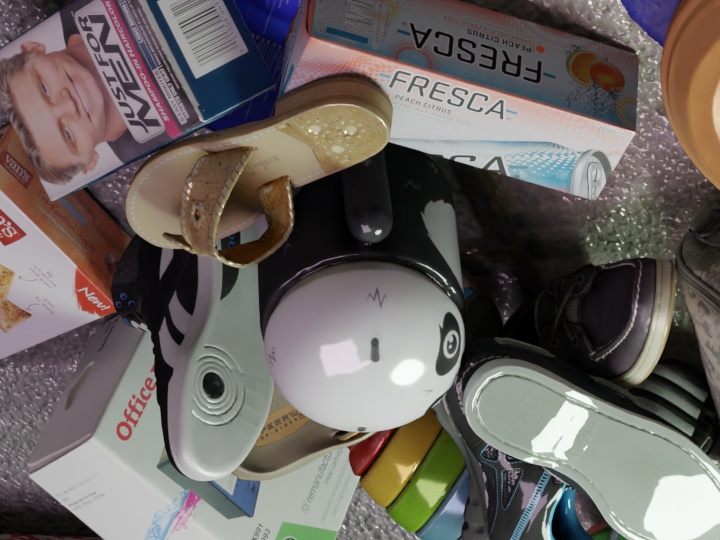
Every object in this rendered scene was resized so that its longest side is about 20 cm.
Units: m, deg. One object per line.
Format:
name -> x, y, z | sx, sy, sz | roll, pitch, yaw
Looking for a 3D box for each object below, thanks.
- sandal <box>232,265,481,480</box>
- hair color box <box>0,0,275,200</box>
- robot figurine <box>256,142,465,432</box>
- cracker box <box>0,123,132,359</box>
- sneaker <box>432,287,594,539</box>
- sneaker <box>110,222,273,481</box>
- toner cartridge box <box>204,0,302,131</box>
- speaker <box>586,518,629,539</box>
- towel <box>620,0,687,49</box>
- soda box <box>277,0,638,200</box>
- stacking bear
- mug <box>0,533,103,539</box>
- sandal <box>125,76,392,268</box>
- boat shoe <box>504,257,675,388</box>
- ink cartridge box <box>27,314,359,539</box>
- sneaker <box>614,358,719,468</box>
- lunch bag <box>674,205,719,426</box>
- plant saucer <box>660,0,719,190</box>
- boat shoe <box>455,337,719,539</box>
sandal -> -0.007, 0.068, 1.778 | 0.081, 0.199, 0.054 | 59, -178, 9
hair color box -> -0.141, -0.116, 1.661 | 0.200, 0.060, 0.101 | -22, 96, 56
robot figurine -> 0.002, 0.001, 1.671 | 0.124, 0.201, 0.150 | -30, 131, 25
cracker box -> -0.260, -0.008, 1.903 | 0.199, 0.058, 0.134 | -22, 122, 40
sneaker -> 0.098, 0.102, 1.735 | 0.081, 0.073, 0.201 | 0, 116, 34
sneaker -> -0.113, 0.047, 1.797 | 0.073, 0.201, 0.112 | 23, 152, -36
toner cartridge box -> -0.065, -0.161, 1.656 | 0.094, 0.043, 0.200 | 24, 140, 0
speaker -> 0.186, 0.193, 1.806 | 0.088, 0.089, 0.200 | 25, 169, -1
towel -> 0.246, -0.164, 1.500 | 0.148, 0.050, 0.200 | 41, 135, -14
soda box -> 0.056, -0.108, 1.603 | 0.199, 0.064, 0.069 | 16, 140, -10
stacking bear -> 0.040, 0.110, 1.848 | 0.199, 0.114, 0.122 | 32, 139, -2
mug -> -0.213, 0.256, 2.137 | 0.199, 0.177, 0.135 | -4, 96, 24
sandal -> -0.068, -0.038, 1.606 | 0.077, 0.070, 0.211 | 34, 137, -31
boat shoe -> 0.135, 0.033, 1.698 | 0.064, 0.072, 0.200 | 12, 168, -11
ink cartridge box -> -0.109, 0.133, 1.910 | 0.200, 0.146, 0.087 | 41, 136, -18
sneaker -> 0.230, 0.130, 1.812 | 0.200, 0.076, 0.115 | 38, 153, -15
lunch bag -> 0.278, 0.057, 1.654 | 0.167, 0.139, 0.201 | 16, 140, 39
plant saucer -> 0.254, -0.087, 1.506 | 0.199, 0.038, 0.201 | 13, 135, 13
boat shoe -> 0.143, 0.100, 1.677 | 0.200, 0.060, 0.076 | 36, 104, -21
